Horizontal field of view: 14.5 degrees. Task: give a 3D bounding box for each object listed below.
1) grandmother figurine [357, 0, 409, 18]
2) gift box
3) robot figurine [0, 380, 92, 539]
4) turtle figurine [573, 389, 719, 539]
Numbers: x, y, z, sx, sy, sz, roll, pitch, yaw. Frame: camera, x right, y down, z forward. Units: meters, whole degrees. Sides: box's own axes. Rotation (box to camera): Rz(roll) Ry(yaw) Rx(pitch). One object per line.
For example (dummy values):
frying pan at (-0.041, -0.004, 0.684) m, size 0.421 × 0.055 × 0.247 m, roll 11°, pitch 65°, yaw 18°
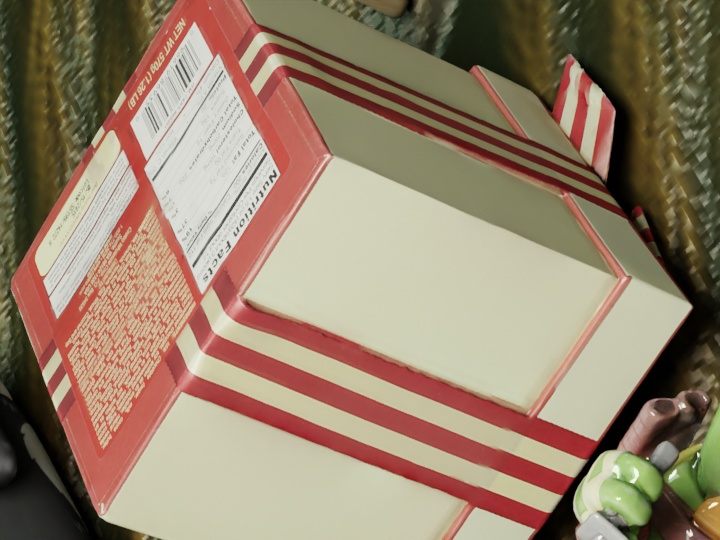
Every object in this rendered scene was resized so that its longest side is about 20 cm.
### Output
grandmother figurine at (0.056, -0.197, 1.127) m, size 0.200 × 0.061 × 0.122 m, roll -40°, pitch 85°, yaw 26°
gift box at (0.000, 0.000, 1.053) m, size 0.185 × 0.186 × 0.200 m, roll -54°, pitch 32°, yaw 23°
robot figurine at (-0.180, 0.121, 1.228) m, size 0.150 × 0.125 × 0.200 m, roll -44°, pitch 55°, yaw 14°
turtle figurine at (0.143, 0.092, 0.932) m, size 0.143 × 0.200 × 0.195 m, roll 32°, pitch 101°, yaw 6°
